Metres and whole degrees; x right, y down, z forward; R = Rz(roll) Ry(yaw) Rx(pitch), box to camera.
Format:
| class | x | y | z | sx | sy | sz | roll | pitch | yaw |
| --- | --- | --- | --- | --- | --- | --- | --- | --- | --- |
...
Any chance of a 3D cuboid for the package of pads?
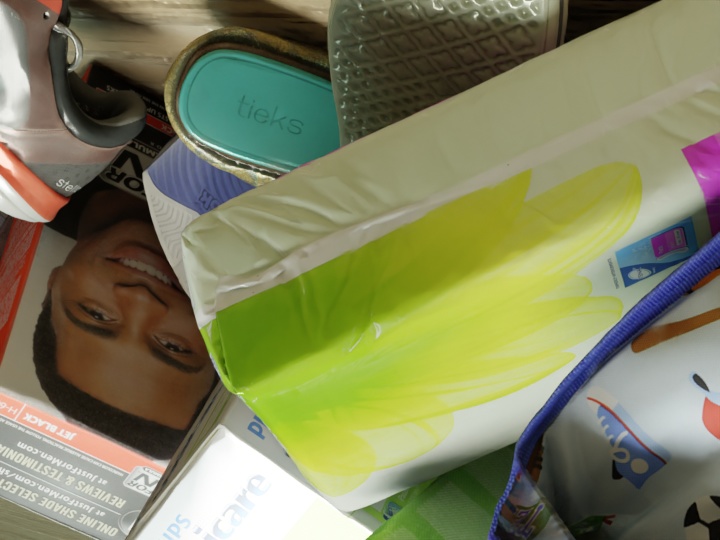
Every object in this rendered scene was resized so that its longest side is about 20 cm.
| class | x | y | z | sx | sy | sz | roll | pitch | yaw |
| --- | --- | --- | --- | --- | --- | --- | --- | --- | --- |
| package of pads | 0.055 | -0.004 | 0.761 | 0.200 | 0.068 | 0.155 | -24 | 158 | 1 |

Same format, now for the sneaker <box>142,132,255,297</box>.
| class | x | y | z | sx | sy | sz | roll | pitch | yaw |
| --- | --- | --- | --- | --- | --- | --- | --- | --- | --- |
| sneaker | 0.001 | 0.001 | 1.015 | 0.199 | 0.081 | 0.115 | 50 | -154 | -7 |

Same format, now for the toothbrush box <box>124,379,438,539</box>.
| class | x | y | z | sx | sy | sz | roll | pitch | yaw |
| --- | --- | --- | --- | --- | --- | --- | --- | --- | --- |
| toothbrush box | 0.030 | 0.102 | 0.903 | 0.200 | 0.146 | 0.086 | 35 | 122 | -3 |

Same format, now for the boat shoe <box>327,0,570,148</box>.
| class | x | y | z | sx | sy | sz | roll | pitch | yaw |
| --- | --- | --- | --- | --- | --- | --- | --- | --- | --- |
| boat shoe | 0.031 | -0.070 | 0.785 | 0.075 | 0.062 | 0.200 | 25 | 154 | 9 |

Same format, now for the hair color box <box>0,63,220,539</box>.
| class | x | y | z | sx | sy | sz | roll | pitch | yaw |
| --- | --- | --- | --- | --- | --- | --- | --- | --- | --- |
| hair color box | -0.100 | 0.014 | 1.010 | 0.101 | 0.200 | 0.061 | 26 | 132 | -17 |

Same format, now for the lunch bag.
| class | x | y | z | sx | sy | sz | roll | pitch | yaw |
| --- | --- | --- | --- | --- | --- | --- | --- | --- | --- |
| lunch bag | 0.148 | 0.057 | 0.720 | 0.124 | 0.200 | 0.170 | 59 | -171 | 30 |

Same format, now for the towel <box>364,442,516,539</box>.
| class | x | y | z | sx | sy | sz | roll | pitch | yaw |
| --- | --- | --- | --- | --- | --- | --- | --- | --- | --- |
| towel | 0.096 | 0.141 | 0.821 | 0.200 | 0.031 | 0.149 | 45 | -149 | 8 |

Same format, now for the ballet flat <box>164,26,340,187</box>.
| class | x | y | z | sx | sy | sz | roll | pitch | yaw |
| --- | --- | --- | --- | --- | --- | --- | --- | --- | --- |
| ballet flat | 0.022 | -0.040 | 0.918 | 0.200 | 0.071 | 0.071 | 22 | 166 | -3 |

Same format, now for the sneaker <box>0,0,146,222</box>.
| class | x | y | z | sx | sy | sz | roll | pitch | yaw |
| --- | --- | --- | --- | --- | --- | --- | --- | --- | --- |
| sneaker | -0.155 | -0.111 | 0.927 | 0.200 | 0.082 | 0.077 | 51 | -167 | -31 |

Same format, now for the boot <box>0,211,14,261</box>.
| class | x | y | z | sx | sy | sz | roll | pitch | yaw |
| --- | --- | --- | --- | --- | --- | --- | --- | --- | --- |
| boot | -0.174 | 0.000 | 1.128 | 0.072 | 0.166 | 0.200 | 10 | 161 | 41 |
